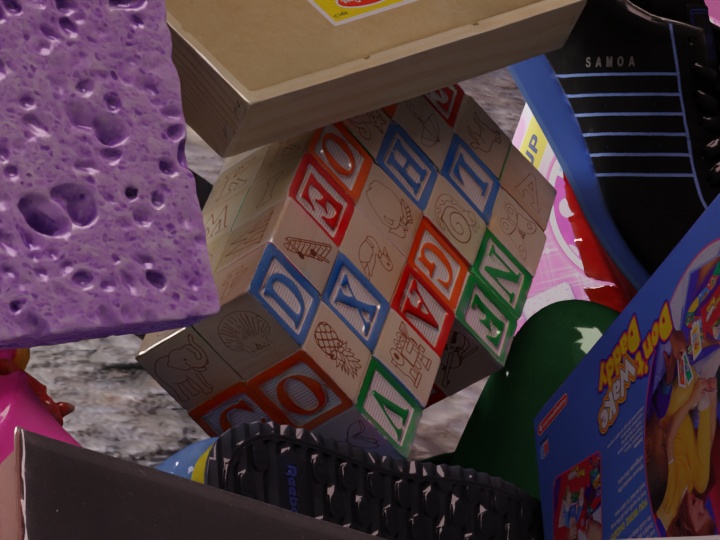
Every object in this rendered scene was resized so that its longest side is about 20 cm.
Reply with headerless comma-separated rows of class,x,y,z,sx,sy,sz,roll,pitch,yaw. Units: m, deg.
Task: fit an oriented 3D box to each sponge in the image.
sponge,-0.118,-0.073,0.968,0.111,0.200,0.030,-5,-11,-27

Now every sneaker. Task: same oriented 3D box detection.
sneaker,0.124,-0.057,1.160,0.070,0.078,0.200,-10,66,-59
sneaker,0.002,0.106,1.004,0.200,0.078,0.066,20,53,-34

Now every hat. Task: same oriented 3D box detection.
hat,0.104,0.024,1.141,0.200,0.176,0.166,21,17,28

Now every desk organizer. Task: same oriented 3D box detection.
desk organizer,-0.038,0.122,0.903,0.200,0.077,0.072,20,45,-30

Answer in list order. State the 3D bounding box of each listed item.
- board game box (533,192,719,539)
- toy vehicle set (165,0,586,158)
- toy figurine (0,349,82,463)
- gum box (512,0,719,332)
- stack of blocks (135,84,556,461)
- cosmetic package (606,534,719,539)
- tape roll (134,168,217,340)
board game box,0.115,0.065,0.920,0.045,0.200,0.135,6,60,-17
toy vehicle set,-0.020,-0.113,1.092,0.124,0.027,0.200,46,40,21
toy figurine,-0.153,0.059,1.015,0.184,0.150,0.200,44,8,37
gum box,0.128,-0.034,1.328,0.113,0.200,0.066,31,24,30
stack of blocks,0.000,0.000,1.083,0.115,0.059,0.200,47,34,-19
cosmetic package,0.076,0.169,0.683,0.200,0.165,0.165,1,20,-29
tape roll,-0.100,-0.018,1.186,0.200,0.066,0.200,33,-3,2
